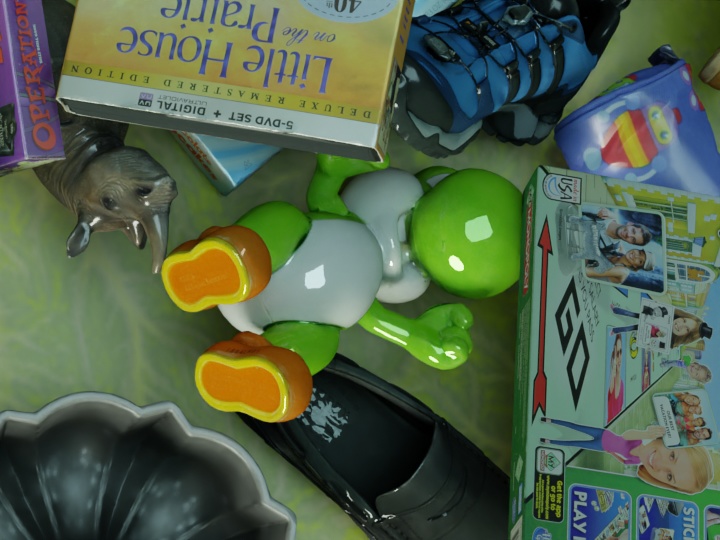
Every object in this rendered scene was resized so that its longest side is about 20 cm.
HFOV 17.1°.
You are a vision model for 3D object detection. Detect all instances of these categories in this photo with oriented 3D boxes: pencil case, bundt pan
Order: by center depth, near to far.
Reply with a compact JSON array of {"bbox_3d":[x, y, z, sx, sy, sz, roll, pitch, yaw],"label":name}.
[{"bbox_3d":[-0.125,0.158,1.103,0.200,0.076,0.204,1,84,-14],"label":"bundt pan"},{"bbox_3d":[0.167,-0.007,1.191,0.078,0.087,0.201,-27,92,-4],"label":"pencil case"}]

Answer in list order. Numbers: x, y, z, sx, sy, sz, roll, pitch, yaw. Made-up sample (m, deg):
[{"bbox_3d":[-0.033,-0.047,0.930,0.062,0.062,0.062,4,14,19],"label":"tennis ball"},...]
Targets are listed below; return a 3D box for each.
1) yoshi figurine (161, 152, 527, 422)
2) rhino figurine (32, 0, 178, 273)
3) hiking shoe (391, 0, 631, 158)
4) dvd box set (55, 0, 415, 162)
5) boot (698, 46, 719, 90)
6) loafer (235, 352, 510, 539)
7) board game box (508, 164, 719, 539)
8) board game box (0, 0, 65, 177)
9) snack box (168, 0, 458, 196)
[{"bbox_3d":[0.010,-0.006,1.104,0.112,0.113,0.200,40,38,18],"label":"yoshi figurine"},{"bbox_3d":[-0.132,-0.080,1.101,0.060,0.088,0.201,-5,57,-44],"label":"rhino figurine"},{"bbox_3d":[0.057,-0.108,1.121,0.074,0.200,0.087,45,112,13],"label":"hiking shoe"},{"bbox_3d":[-0.042,-0.156,1.042,0.145,0.029,0.202,10,80,10],"label":"dvd box set"},{"bbox_3d":[0.273,-0.097,1.212,0.201,0.071,0.144,-33,82,-37],"label":"boot"},{"bbox_3d":[0.023,0.101,1.149,0.200,0.070,0.068,38,79,-8],"label":"loafer"},{"bbox_3d":[0.135,0.056,1.073,0.133,0.029,0.201,9,61,-9],"label":"board game box"},{"bbox_3d":[-0.195,-0.138,1.098,0.032,0.119,0.202,-4,83,-51],"label":"board game box"},{"bbox_3d":[-0.027,-0.144,1.180,0.200,0.037,0.116,-41,93,-15],"label":"snack box"}]
